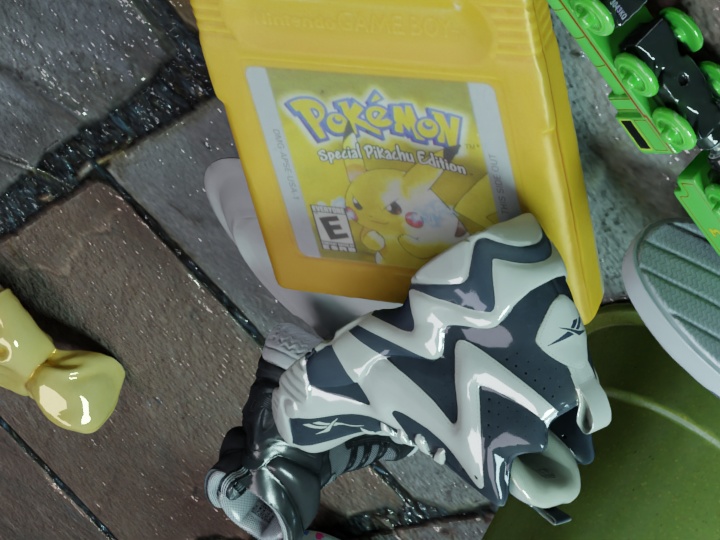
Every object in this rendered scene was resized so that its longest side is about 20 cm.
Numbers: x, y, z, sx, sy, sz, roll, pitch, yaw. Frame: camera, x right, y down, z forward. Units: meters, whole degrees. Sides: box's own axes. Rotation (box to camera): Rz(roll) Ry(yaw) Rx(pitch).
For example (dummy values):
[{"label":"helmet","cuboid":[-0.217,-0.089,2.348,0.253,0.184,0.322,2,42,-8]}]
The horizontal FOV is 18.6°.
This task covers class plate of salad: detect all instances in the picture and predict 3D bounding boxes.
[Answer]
[{"label":"plate of salad","cuboid":[0.000,0.000,1.199,0.199,0.048,0.200,34,162,12]}]

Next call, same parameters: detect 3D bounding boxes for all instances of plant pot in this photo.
[{"label":"plant pot","cuboid":[0.132,0.154,1.087,0.199,0.190,0.201,32,154,18]}]

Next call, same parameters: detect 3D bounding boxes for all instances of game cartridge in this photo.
[{"label":"game cartridge","cuboid":[0.016,-0.065,1.027,0.175,0.033,0.201,7,135,27]}]

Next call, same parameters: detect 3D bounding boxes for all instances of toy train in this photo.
[{"label":"toy train","cuboid":[0.125,-0.076,0.918,0.200,0.042,0.056,52,163,-19]}]

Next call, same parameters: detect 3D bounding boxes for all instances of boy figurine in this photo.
[{"label":"boy figurine","cuboid":[-0.260,0.043,1.612,0.199,0.064,0.125,33,153,16]}]

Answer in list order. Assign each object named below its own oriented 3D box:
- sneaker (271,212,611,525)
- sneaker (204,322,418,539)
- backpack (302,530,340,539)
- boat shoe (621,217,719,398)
[{"label":"sneaker","cuboid":[0.044,0.074,1.036,0.199,0.079,0.130,-37,77,38]},{"label":"sneaker","cuboid":[-0.029,0.105,1.270,0.075,0.114,0.200,30,176,23]},{"label":"backpack","cuboid":[-0.005,0.284,1.541,0.200,0.150,0.178,44,156,8]},{"label":"boat shoe","cuboid":[0.196,0.054,0.981,0.200,0.072,0.062,37,152,4]}]
